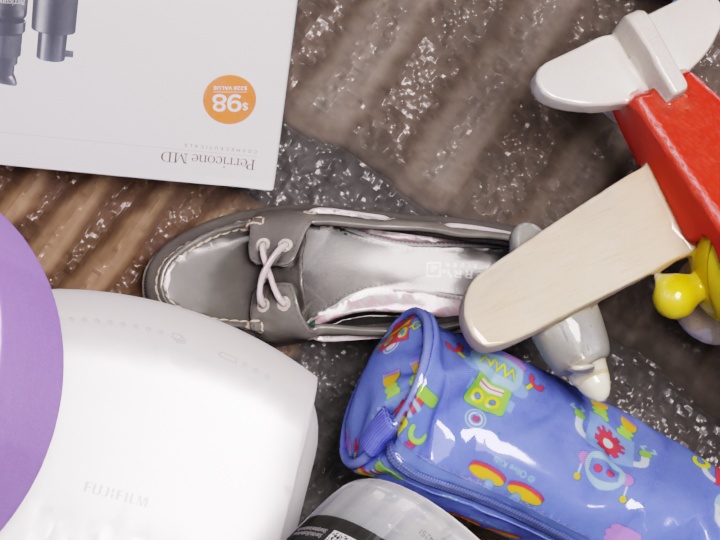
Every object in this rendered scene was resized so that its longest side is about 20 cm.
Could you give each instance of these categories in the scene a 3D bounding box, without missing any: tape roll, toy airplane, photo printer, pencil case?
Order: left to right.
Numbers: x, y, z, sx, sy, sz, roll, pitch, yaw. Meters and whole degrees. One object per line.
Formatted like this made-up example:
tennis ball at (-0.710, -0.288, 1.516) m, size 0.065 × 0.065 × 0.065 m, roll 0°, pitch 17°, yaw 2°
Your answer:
tape roll at (-0.232, 0.044, 1.183) m, size 0.200 × 0.066 × 0.200 m, roll -5°, pitch 75°, yaw 18°
photo printer at (-0.112, 0.112, 1.222) m, size 0.166 × 0.069 × 0.200 m, roll 15°, pitch 81°, yaw -4°
pencil case at (0.089, 0.094, 1.232) m, size 0.200 × 0.087 × 0.078 m, roll 27°, pitch 122°, yaw -11°
toy airplane at (0.157, -0.023, 1.229) m, size 0.200 × 0.141 × 0.199 m, roll 10°, pitch 56°, yaw 7°

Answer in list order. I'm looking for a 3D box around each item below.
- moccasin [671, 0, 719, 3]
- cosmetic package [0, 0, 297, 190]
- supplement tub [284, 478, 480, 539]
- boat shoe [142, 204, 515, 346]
moccasin at (0.148, -0.158, 1.307) m, size 0.200 × 0.080 × 0.068 m, roll 40°, pitch 84°, yaw 15°
cosmetic package at (-0.129, -0.122, 1.235) m, size 0.200 × 0.052 × 0.151 m, roll 5°, pitch 116°, yaw -6°
supplement tub at (-0.027, 0.192, 1.134) m, size 0.123 × 0.123 × 0.200 m, roll 47°, pitch 65°, yaw 2°
boat shoe at (0.000, 0.000, 1.263) m, size 0.200 × 0.057 × 0.067 m, roll 0°, pitch 82°, yaw -7°
